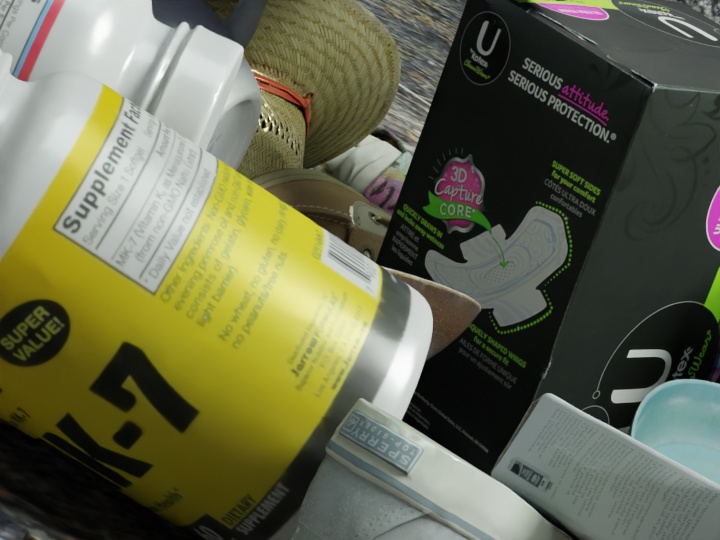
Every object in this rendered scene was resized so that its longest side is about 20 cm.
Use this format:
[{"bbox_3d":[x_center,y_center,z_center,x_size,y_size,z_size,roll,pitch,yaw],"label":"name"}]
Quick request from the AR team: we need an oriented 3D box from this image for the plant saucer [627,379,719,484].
[{"bbox_3d":[0.172,0.131,0.884,0.200,0.027,0.200,31,32,-23],"label":"plant saucer"}]

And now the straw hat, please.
[{"bbox_3d":[-0.068,-0.061,1.139,0.201,0.201,0.085,18,56,-33],"label":"straw hat"}]

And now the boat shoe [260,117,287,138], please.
[{"bbox_3d":[-0.054,-0.115,1.208,0.071,0.070,0.200,-2,-26,-3],"label":"boat shoe"}]

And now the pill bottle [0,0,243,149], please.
[{"bbox_3d":[-0.152,-0.090,0.877,0.200,0.109,0.109,24,13,-3],"label":"pill bottle"}]

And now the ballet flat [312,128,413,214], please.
[{"bbox_3d":[0.007,-0.050,1.272,0.071,0.069,0.200,49,4,-7],"label":"ballet flat"}]

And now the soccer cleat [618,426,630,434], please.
[{"bbox_3d":[0.168,0.119,0.995,0.200,0.070,0.086,6,39,-49],"label":"soccer cleat"}]

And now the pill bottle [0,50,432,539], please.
[{"bbox_3d":[-0.086,0.005,0.756,0.200,0.114,0.114,33,12,-12],"label":"pill bottle"}]

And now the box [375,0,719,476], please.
[{"bbox_3d":[0.107,-0.016,1.030,0.148,0.200,0.124,-1,29,-42],"label":"box"}]

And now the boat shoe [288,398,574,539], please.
[{"bbox_3d":[0.036,0.109,0.739,0.070,0.072,0.201,31,-6,40],"label":"boat shoe"}]

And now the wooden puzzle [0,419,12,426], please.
[{"bbox_3d":[-0.212,-0.012,0.831,0.185,0.037,0.200,18,20,-35],"label":"wooden puzzle"}]

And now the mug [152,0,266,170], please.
[{"bbox_3d":[-0.125,-0.108,1.016,0.175,0.200,0.148,34,-26,10],"label":"mug"}]

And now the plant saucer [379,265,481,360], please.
[{"bbox_3d":[-0.052,0.011,0.908,0.200,0.032,0.200,11,-6,1],"label":"plant saucer"}]

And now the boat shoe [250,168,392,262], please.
[{"bbox_3d":[0.000,0.000,1.094,0.064,0.071,0.200,34,14,34],"label":"boat shoe"}]

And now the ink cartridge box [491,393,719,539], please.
[{"bbox_3d":[0.159,0.121,0.711,0.199,0.041,0.200,34,-4,-20],"label":"ink cartridge box"}]
